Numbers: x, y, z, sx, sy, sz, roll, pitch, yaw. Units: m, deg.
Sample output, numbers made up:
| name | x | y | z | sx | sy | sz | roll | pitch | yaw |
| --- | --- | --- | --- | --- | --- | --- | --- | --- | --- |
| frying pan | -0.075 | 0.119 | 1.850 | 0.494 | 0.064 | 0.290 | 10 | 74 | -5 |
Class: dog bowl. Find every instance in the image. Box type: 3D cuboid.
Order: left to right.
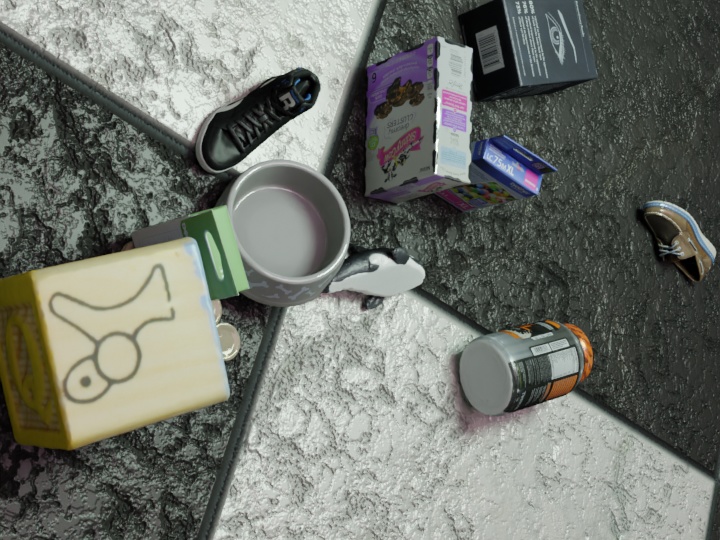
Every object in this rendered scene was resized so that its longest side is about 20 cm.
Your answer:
| name | x | y | z | sx | sy | sz | roll | pitch | yaw |
| --- | --- | --- | --- | --- | --- | --- | --- | --- | --- |
| dog bowl | -0.102 | -0.056 | 1.603 | 0.197 | 0.059 | 0.203 | 8 | 67 | -20 |

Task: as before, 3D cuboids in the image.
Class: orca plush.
| name | x | y | z | sx | sy | sz | roll | pitch | yaw |
| --- | --- | --- | --- | --- | --- | --- | --- | --- | --- |
| orca plush | 0.000 | 0.000 | 1.728 | 0.198 | 0.071 | 0.106 | -18 | 139 | -29 |

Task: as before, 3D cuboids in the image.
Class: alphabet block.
| name | x | y | z | sx | sy | sz | roll | pitch | yaw |
| --- | --- | --- | --- | --- | --- | --- | --- | --- | --- |
| alphabet block | -0.290 | 0.081 | 1.367 | 0.198 | 0.195 | 0.198 | -13 | 91 | -34 |

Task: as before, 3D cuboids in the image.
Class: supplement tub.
| name | x | y | z | sx | sy | sz | roll | pitch | yaw |
| --- | --- | --- | --- | --- | --- | --- | --- | --- | --- |
| supplement tub | 0.258 | 0.146 | 1.854 | 0.198 | 0.122 | 0.124 | -10 | 89 | -40 |

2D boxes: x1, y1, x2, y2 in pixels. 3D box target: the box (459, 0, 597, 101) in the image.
| name | x | y | z | sx | sy | sz | roll | pitch | yaw |
| --- | --- | --- | --- | --- | --- | --- | --- | --- | --- |
| box | 0.276 | -0.364 | 1.964 | 0.198 | 0.104 | 0.150 | -11 | 89 | -40 |

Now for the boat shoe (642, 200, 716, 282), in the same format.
| name | x | y | z | sx | sy | sz | roll | pitch | yaw |
| --- | --- | --- | --- | --- | --- | --- | --- | --- | --- |
| boat shoe | 0.573 | -0.050 | 2.171 | 0.199 | 0.072 | 0.073 | 36 | 63 | -28 |

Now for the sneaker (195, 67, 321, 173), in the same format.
| name | x | y | z | sx | sy | sz | roll | pitch | yaw |
| --- | --- | --- | --- | --- | --- | --- | --- | --- | --- |
| sneaker | -0.130 | -0.211 | 1.608 | 0.073 | 0.111 | 0.200 | 53 | 55 | -17 |

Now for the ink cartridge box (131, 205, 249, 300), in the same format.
| name | x | y | z | sx | sy | sz | roll | pitch | yaw |
| --- | --- | --- | --- | --- | --- | --- | --- | --- | --- |
| ink cartridge box | -0.193 | -0.016 | 1.448 | 0.059 | 0.199 | 0.105 | -19 | 95 | -38 |

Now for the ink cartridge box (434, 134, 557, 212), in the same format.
| name | x | y | z | sx | sy | sz | roll | pitch | yaw |
| --- | --- | --- | --- | --- | --- | --- | --- | --- | --- |
| ink cartridge box | 0.181 | -0.142 | 1.790 | 0.119 | 0.199 | 0.043 | 29 | 65 | -30 |

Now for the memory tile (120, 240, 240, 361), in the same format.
| name | x | y | z | sx | sy | sz | roll | pitch | yaw |
| --- | --- | --- | --- | --- | --- | --- | --- | --- | --- |
| memory tile | -0.248 | 0.053 | 1.533 | 0.153 | 0.017 | 0.202 | -36 | 106 | -37 |

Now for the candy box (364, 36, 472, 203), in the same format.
| name | x | y | z | sx | sy | sz | roll | pitch | yaw |
| --- | --- | --- | --- | --- | --- | --- | --- | --- | --- |
| candy box | 0.082 | -0.213 | 1.743 | 0.071 | 0.167 | 0.203 | 9 | 76 | -36 |
